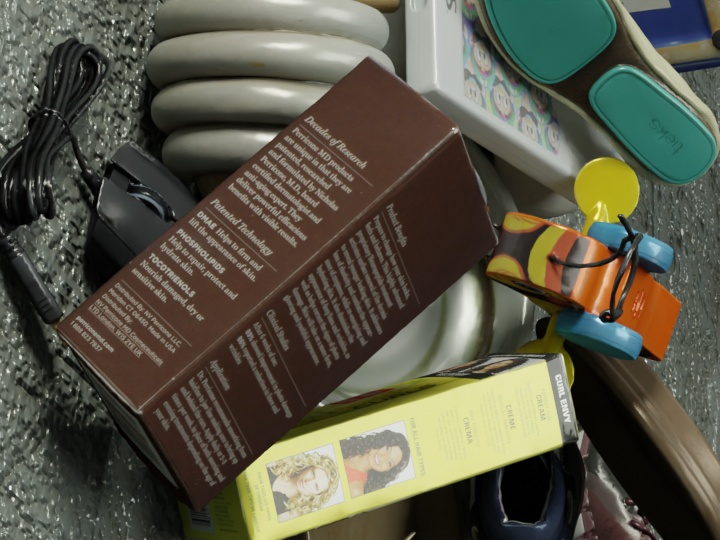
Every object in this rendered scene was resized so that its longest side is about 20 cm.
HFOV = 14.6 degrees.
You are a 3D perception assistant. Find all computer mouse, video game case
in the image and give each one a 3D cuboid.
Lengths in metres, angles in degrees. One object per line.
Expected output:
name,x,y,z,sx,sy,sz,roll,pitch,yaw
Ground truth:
computer mouse,-0.106,-0.001,1.342,0.201,0.046,0.141,65,30,-31
video game case,0.085,-0.144,1.518,0.200,0.024,0.183,28,55,-51

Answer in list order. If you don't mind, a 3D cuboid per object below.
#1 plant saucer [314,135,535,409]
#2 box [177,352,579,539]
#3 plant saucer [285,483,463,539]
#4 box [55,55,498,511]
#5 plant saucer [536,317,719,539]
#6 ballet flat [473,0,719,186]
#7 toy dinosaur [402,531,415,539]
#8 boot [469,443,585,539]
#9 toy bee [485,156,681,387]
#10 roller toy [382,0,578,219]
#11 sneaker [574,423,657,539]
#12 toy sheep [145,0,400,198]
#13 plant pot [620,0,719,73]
plant saucer,0.000,0.000,1.508,0.199,0.050,0.201,12,67,-30
box,0.008,0.088,1.412,0.199,0.075,0.050,-16,97,-29
plant saucer,0.005,0.145,1.552,0.200,0.029,0.201,31,55,-60
box,-0.036,0.006,1.311,0.200,0.075,0.100,-40,147,-12
plant saucer,0.172,0.105,1.654,0.200,0.029,0.200,53,-7,9
ballet flat,0.119,-0.120,1.489,0.200,0.069,0.070,47,41,-34
toy dinosaur,-0.019,0.236,1.441,0.101,0.058,0.201,-32,129,-68
boot,0.101,0.121,1.657,0.200,0.072,0.091,-83,180,-53
toy bee,0.109,-0.007,1.484,0.200,0.108,0.131,82,32,-58
roller toy,0.068,-0.115,1.635,0.200,0.139,0.184,41,47,-55
sneaker,0.197,0.187,1.840,0.076,0.115,0.201,33,53,-57
toy sheep,-0.042,-0.106,1.411,0.138,0.137,0.201,18,71,-62
plant pot,0.202,-0.241,1.904,0.180,0.199,0.201,-55,132,-48
